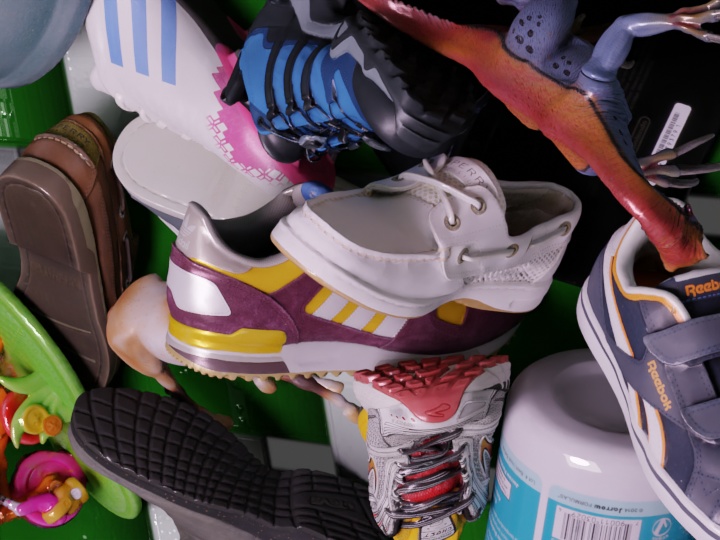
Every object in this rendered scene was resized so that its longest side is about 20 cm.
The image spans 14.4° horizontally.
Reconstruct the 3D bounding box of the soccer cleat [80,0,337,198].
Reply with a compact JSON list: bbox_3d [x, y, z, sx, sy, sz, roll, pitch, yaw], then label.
[{"bbox_3d":[-0.091,-0.101,1.507,0.086,0.070,0.200,-43,75,25],"label":"soccer cleat"}]

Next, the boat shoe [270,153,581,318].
[{"bbox_3d":[0.035,-0.024,1.316,0.071,0.200,0.069,44,113,25],"label":"boat shoe"}]

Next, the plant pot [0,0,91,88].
[{"bbox_3d":[-0.247,-0.191,1.499,0.200,0.134,0.201,12,106,47],"label":"plant pot"}]

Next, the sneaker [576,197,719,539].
[{"bbox_3d":[0.164,0.051,1.327,0.200,0.078,0.079,59,145,36],"label":"sneaker"}]

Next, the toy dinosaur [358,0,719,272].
[{"bbox_3d":[0.095,-0.063,1.256,0.200,0.182,0.105,-11,124,15],"label":"toy dinosaur"}]

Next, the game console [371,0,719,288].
[{"bbox_3d":[0.091,-0.113,1.405,0.176,0.116,0.200,17,126,-6],"label":"game console"}]

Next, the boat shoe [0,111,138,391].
[{"bbox_3d":[-0.153,-0.005,1.603,0.072,0.068,0.200,27,146,17],"label":"boat shoe"}]

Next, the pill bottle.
[{"bbox_3d":[0.117,0.148,1.450,0.111,0.111,0.200,23,123,26],"label":"pill bottle"}]

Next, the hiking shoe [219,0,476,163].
[{"bbox_3d":[-0.006,-0.081,1.367,0.074,0.200,0.087,28,99,-25],"label":"hiking shoe"}]

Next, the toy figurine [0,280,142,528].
[{"bbox_3d":[-0.252,0.119,1.634,0.200,0.184,0.150,55,158,-15],"label":"toy figurine"}]

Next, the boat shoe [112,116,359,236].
[{"bbox_3d":[-0.041,-0.020,1.533,0.200,0.073,0.062,30,169,13],"label":"boat shoe"}]

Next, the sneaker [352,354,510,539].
[{"bbox_3d":[0.039,0.091,1.406,0.078,0.200,0.082,-7,75,0],"label":"sneaker"}]

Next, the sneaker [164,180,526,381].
[{"bbox_3d":[0.000,0.000,1.419,0.075,0.200,0.090,38,128,53],"label":"sneaker"}]

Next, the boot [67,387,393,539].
[{"bbox_3d":[-0.091,0.153,1.590,0.200,0.068,0.131,25,128,-13],"label":"boot"}]

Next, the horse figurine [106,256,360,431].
[{"bbox_3d":[-0.081,0.036,1.530,0.133,0.050,0.200,39,156,-27],"label":"horse figurine"}]
